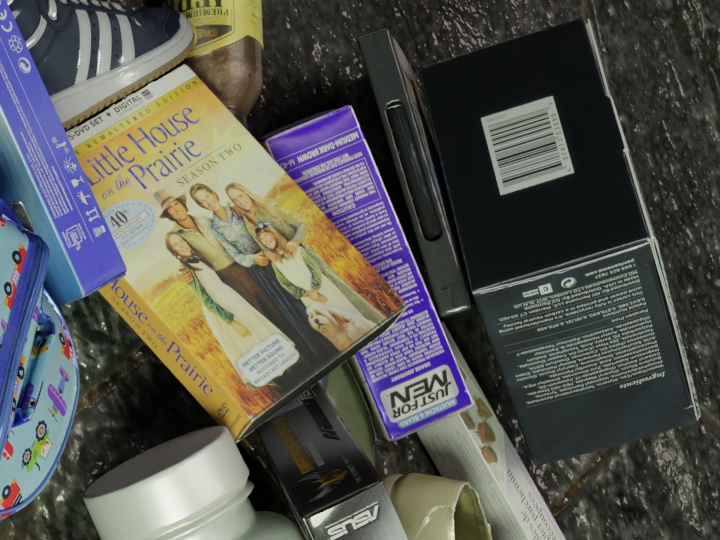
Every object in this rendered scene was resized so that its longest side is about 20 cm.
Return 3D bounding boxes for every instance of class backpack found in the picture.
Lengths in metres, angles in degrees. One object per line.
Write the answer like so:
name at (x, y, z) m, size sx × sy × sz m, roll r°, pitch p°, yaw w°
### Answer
backpack at (-0.218, 0.050, 1.343) m, size 0.200 × 0.134 × 0.183 m, roll 46°, pitch 43°, yaw -35°

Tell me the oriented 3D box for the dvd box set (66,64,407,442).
dvd box set at (-0.086, -0.014, 1.544) m, size 0.200 × 0.029 × 0.146 m, roll 48°, pitch 49°, yaw 9°

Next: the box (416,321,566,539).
box at (0.079, 0.130, 1.781) m, size 0.200 × 0.041 × 0.039 m, roll 60°, pitch 37°, yaw -14°

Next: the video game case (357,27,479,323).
video game case at (0.041, -0.057, 1.743) m, size 0.200 × 0.025 × 0.181 m, roll 28°, pitch 46°, yaw -85°

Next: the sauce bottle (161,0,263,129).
sauce bottle at (-0.090, -0.142, 1.658) m, size 0.065 × 0.065 × 0.201 m, roll 21°, pitch 57°, yaw -47°

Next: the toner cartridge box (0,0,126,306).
toner cartridge box at (-0.209, -0.070, 1.442) m, size 0.043 × 0.095 × 0.201 m, roll -33°, pitch 100°, yaw -54°

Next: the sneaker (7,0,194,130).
sneaker at (-0.176, -0.143, 1.541) m, size 0.200 × 0.070 × 0.109 m, roll -38°, pitch 107°, yaw -50°

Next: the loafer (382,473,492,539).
loafer at (0.073, 0.216, 1.708) m, size 0.200 × 0.068 × 0.076 m, roll 61°, pitch 37°, yaw -14°

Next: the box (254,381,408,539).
box at (0.000, 0.160, 1.498) m, size 0.200 × 0.048 × 0.159 m, roll -127°, pitch -167°, yaw -70°

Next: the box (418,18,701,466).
box at (0.131, -0.017, 1.748) m, size 0.197 × 0.124 × 0.200 m, roll 66°, pitch 10°, yaw -49°

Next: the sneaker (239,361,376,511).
sneaker at (-0.053, 0.057, 1.627) m, size 0.201 × 0.067 × 0.090 m, roll 58°, pitch 23°, yaw -11°

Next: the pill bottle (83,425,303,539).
pill bottle at (-0.073, 0.194, 1.484) m, size 0.114 × 0.114 × 0.201 m, roll -35°, pitch 103°, yaw -53°

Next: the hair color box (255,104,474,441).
hair color box at (0.000, 0.000, 1.671) m, size 0.109 × 0.065 × 0.201 m, roll -159°, pitch -132°, yaw -83°
